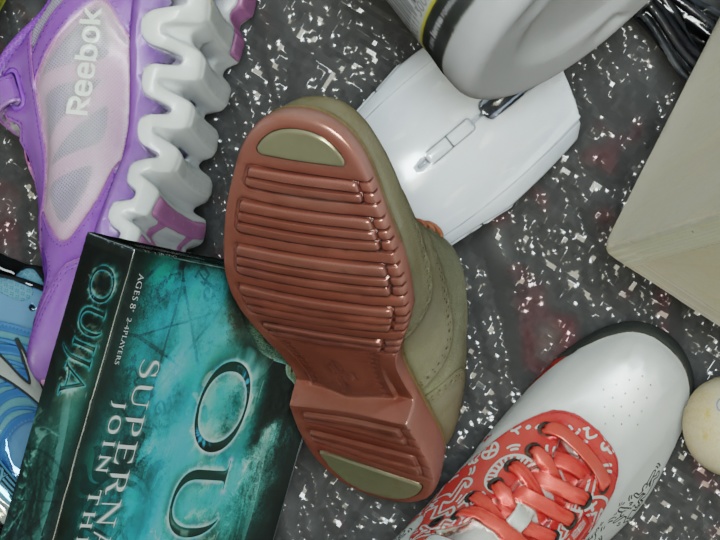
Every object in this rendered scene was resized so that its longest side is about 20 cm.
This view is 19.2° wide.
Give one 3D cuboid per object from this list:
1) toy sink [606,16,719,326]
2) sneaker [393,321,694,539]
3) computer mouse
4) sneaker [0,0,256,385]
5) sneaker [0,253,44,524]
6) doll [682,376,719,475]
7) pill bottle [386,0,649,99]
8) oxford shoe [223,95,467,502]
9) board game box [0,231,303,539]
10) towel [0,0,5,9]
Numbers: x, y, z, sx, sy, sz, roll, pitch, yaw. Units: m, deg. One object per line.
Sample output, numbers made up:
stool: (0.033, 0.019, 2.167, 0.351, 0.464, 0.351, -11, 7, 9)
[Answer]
toy sink: (0.193, -0.045, 0.721, 0.112, 0.200, 0.131, 31, 74, -12)
sneaker: (0.055, 0.106, 0.819, 0.201, 0.108, 0.067, -44, 92, 7)
computer mouse: (0.047, -0.057, 0.835, 0.200, 0.044, 0.110, -41, 93, 7)
sneaker: (-0.103, -0.050, 0.822, 0.088, 0.081, 0.201, 9, 77, 12)
sneaker: (-0.131, 0.040, 0.842, 0.090, 0.078, 0.200, -41, 95, 0)
doll: (0.220, 0.030, 0.830, 0.199, 0.048, 0.137, -21, 84, 5)
pill bottle: (0.024, -0.171, 0.773, 0.114, 0.114, 0.200, -38, 76, 7)
oxford shoe: (0.000, 0.000, 0.786, 0.070, 0.201, 0.074, 13, 53, 20)
board game box: (-0.078, 0.093, 0.795, 0.028, 0.135, 0.201, 19, 94, 34)
towel: (-0.163, -0.133, 0.834, 0.086, 0.018, 0.201, 36, 98, 34)
